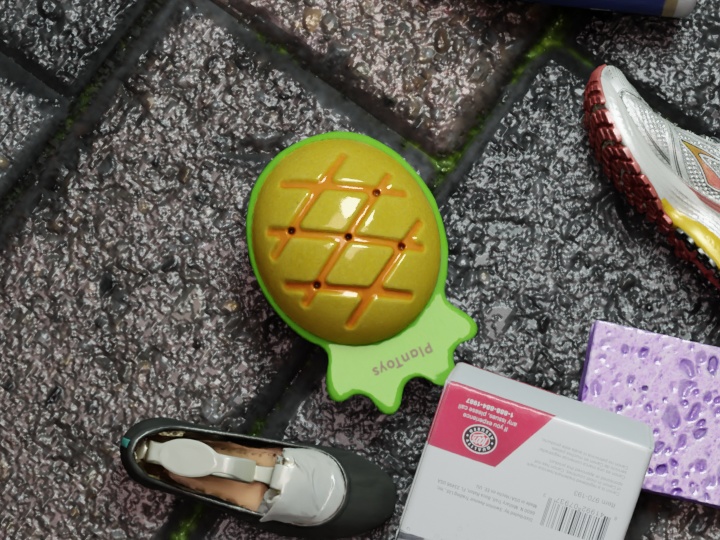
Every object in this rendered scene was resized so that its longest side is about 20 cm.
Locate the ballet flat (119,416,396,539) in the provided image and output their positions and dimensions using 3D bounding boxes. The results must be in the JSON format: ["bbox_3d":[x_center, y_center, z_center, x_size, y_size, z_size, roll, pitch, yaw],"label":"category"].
[{"bbox_3d":[-0.074,0.147,1.320,0.199,0.068,0.068,10,82,3],"label":"ballet flat"}]

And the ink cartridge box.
[{"bbox_3d":[0.099,0.183,1.280,0.145,0.083,0.200,18,99,5],"label":"ink cartridge box"}]

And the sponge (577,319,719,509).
[{"bbox_3d":[0.251,0.111,1.333,0.200,0.030,0.112,13,83,4],"label":"sponge"}]

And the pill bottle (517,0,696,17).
[{"bbox_3d":[0.143,-0.245,1.345,0.199,0.111,0.111,7,82,3],"label":"pill bottle"}]

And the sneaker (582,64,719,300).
[{"bbox_3d":[0.233,-0.068,1.342,0.082,0.078,0.200,-41,92,-8],"label":"sneaker"}]

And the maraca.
[{"bbox_3d":[0.000,0.000,1.319,0.137,0.107,0.200,-26,88,1],"label":"maraca"}]
